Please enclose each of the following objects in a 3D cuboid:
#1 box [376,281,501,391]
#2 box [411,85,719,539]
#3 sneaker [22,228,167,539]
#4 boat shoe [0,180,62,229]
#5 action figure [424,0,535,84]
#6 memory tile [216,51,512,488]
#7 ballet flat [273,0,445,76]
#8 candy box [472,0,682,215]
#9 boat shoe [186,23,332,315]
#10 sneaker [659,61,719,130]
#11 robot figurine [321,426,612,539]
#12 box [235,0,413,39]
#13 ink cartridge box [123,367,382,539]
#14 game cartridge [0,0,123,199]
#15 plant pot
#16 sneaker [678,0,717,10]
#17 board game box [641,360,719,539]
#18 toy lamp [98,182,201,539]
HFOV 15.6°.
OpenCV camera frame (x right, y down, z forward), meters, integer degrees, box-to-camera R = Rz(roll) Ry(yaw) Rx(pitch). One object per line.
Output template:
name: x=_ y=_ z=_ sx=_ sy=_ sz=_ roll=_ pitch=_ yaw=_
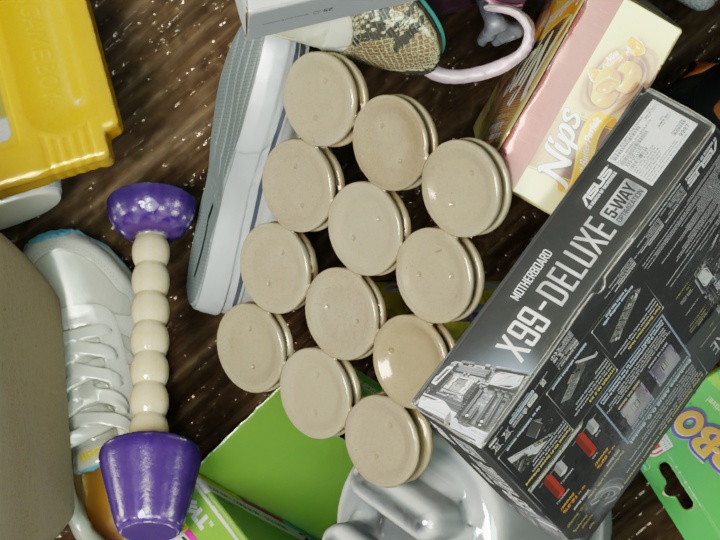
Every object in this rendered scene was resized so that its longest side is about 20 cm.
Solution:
box: x=0.083 y=0.037 z=1.480 sx=0.200 sy=0.117 sz=0.048 roll=2 pitch=100 yaw=-1
box: x=0.128 y=0.028 z=1.342 sx=0.050 sy=0.158 sz=0.200 roll=32 pitch=82 yaw=33
sneaker: x=-0.147 y=0.074 z=1.499 sx=0.076 sy=0.081 sz=0.200 roll=-15 pitch=100 yaw=3
boat shoe: x=-0.270 y=-0.044 z=1.483 sx=0.200 sy=0.072 sz=0.069 roll=-17 pitch=77 yaw=10
action figure: x=0.005 y=-0.202 z=1.422 sx=0.134 sy=0.149 sz=0.200 roll=-20 pitch=114 yaw=8
memory tile: x=0.000 y=0.000 z=1.374 sx=0.153 sy=0.017 sz=0.200 roll=33 pitch=118 yaw=32
ballet flat: x=-0.042 y=-0.167 z=1.384 sx=0.075 sy=0.068 sz=0.200 roll=-29 pitch=72 yaw=-31
candy box: x=0.112 y=-0.100 z=1.411 sx=0.055 sy=0.200 sz=0.116 roll=29 pitch=99 yaw=-5
boat shoe: x=-0.048 y=-0.061 z=1.469 sx=0.067 sy=0.074 sz=0.200 roll=4 pitch=130 yaw=-16
sneaker: x=0.156 y=-0.045 z=1.454 sx=0.200 sy=0.090 sz=0.070 roll=-40 pitch=134 yaw=-23
robot figurine: x=0.066 y=0.141 z=1.475 sx=0.113 sy=0.200 sz=0.170 roll=38 pitch=109 yaw=31
box: x=-0.010 y=-0.231 z=1.352 sx=0.156 sy=0.041 sz=0.200 roll=-14 pitch=76 yaw=-8
ink cartridge box: x=-0.040 y=0.156 z=1.481 sx=0.200 sy=0.076 sz=0.148 roll=-46 pitch=144 yaw=6
game cartridge: x=-0.244 y=-0.116 z=1.451 sx=0.200 sy=0.032 sz=0.176 roll=-17 pitch=77 yaw=2
plant pot: x=-0.256 y=0.077 z=1.407 sx=0.200 sy=0.177 sz=0.200 roll=-8 pitch=82 yaw=22
sneaker: x=0.152 y=-0.245 z=1.450 sx=0.200 sy=0.075 sz=0.115 roll=40 pitch=97 yaw=-14
board game box: x=0.257 y=0.078 z=1.538 sx=0.200 sy=0.030 sz=0.096 roll=-33 pitch=100 yaw=2
toy lamp: x=-0.114 y=0.051 z=1.449 sx=0.058 sy=0.058 sz=0.200 roll=1 pitch=64 yaw=-2
